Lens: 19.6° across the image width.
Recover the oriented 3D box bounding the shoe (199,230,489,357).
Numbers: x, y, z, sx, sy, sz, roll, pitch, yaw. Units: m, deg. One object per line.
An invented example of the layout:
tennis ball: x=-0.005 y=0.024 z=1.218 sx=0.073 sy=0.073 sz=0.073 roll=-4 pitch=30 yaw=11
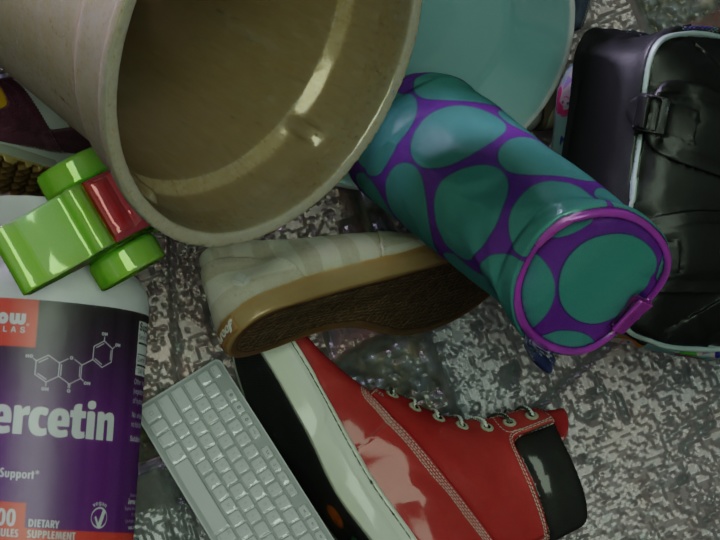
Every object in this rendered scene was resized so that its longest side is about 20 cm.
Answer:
shoe: x=0.000 y=0.000 z=1.122 sx=0.200 sy=0.070 sz=0.053 roll=-9 pitch=55 yaw=-39

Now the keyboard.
keyboard: x=-0.051 y=0.139 z=1.118 sx=0.056 sy=0.011 sz=0.200 roll=-29 pitch=66 yaw=-12

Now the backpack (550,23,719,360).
backpack: x=0.199 y=-0.038 z=1.125 sx=0.200 sy=0.151 sz=0.178 roll=5 pitch=92 yaw=-22

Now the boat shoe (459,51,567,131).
boat shoe: x=0.061 y=-0.172 z=1.167 sx=0.068 sy=0.075 sz=0.200 roll=-14 pitch=89 yaw=-12

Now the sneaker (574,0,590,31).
sneaker: x=0.153 y=-0.227 z=1.187 sx=0.085 sy=0.077 sz=0.200 roll=17 pitch=83 yaw=-10

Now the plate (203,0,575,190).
plate: x=0.014 y=-0.135 z=1.112 sx=0.200 sy=0.026 sz=0.201 roll=-3 pitch=122 yaw=-4

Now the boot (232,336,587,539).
boot: x=0.032 y=0.083 z=1.150 sx=0.144 sy=0.072 sz=0.200 roll=-33 pitch=83 yaw=-23

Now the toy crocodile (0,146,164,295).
toy crocodile: x=-0.098 y=-0.042 z=1.060 sx=0.200 sy=0.062 sz=0.068 roll=-24 pitch=86 yaw=-35

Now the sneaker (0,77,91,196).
sneaker: x=-0.159 y=-0.089 z=1.136 sx=0.200 sy=0.075 sz=0.090 roll=10 pitch=75 yaw=-13

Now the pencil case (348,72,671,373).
pencil case: x=0.069 y=-0.031 z=1.047 sx=0.085 sy=0.200 sz=0.092 roll=-41 pitch=127 yaw=-3

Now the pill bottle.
pill bottle: x=-0.170 y=0.065 z=1.094 sx=0.112 sy=0.112 sz=0.200 roll=4 pitch=84 yaw=-8

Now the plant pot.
plant pot: x=-0.103 y=-0.139 z=0.999 sx=0.183 sy=0.200 sz=0.201 roll=29 pitch=79 yaw=35
